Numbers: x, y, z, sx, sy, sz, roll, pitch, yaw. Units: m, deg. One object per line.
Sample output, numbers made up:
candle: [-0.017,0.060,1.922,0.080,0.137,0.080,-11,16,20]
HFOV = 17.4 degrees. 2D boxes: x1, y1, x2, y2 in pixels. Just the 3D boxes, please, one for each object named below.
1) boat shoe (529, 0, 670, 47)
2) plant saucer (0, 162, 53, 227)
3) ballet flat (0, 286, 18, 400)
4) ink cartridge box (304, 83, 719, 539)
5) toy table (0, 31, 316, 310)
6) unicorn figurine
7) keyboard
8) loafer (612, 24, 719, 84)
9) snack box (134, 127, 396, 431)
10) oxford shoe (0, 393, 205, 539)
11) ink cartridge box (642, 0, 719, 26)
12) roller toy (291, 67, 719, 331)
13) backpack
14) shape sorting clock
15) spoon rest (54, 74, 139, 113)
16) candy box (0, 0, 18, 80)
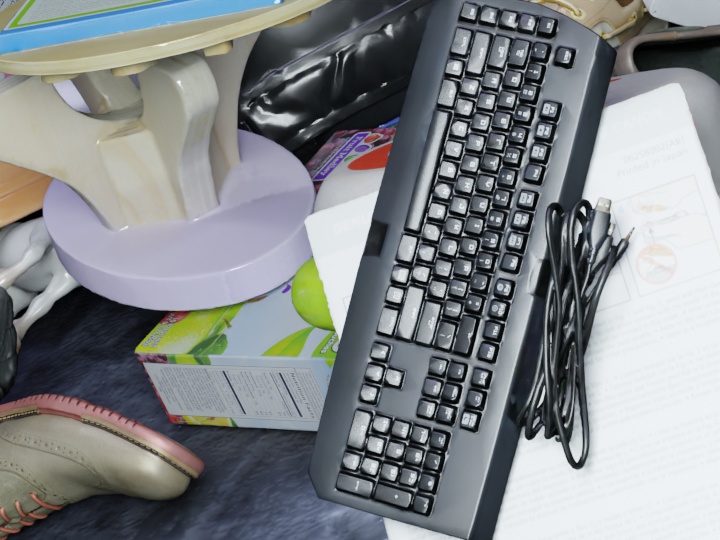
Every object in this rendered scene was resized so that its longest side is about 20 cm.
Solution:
boat shoe: [0.104,-0.121,1.224,0.073,0.070,0.200,-1,13,28]
plant saucer: [-0.227,-0.043,1.399,0.199,0.038,0.200,-25,7,3]
ballet flat: [-0.232,0.047,1.260,0.199,0.066,0.057,-9,59,54]
ink cartridge box: [0.082,0.052,0.896,0.162,0.201,0.057,-19,-17,13]
toy table: [-0.106,-0.071,1.199,0.184,0.118,0.199,-37,33,-30]
unicorn figurine: [-0.171,-0.002,1.312,0.199,0.074,0.137,2,39,41]
keyboard: [0.046,-0.003,0.870,0.103,0.201,0.040,13,-3,18]
loafer: [0.203,-0.086,1.089,0.198,0.072,0.063,-4,-16,-9]
snack box: [0.000,0.000,1.188,0.142,0.053,0.200,1,37,38]
oxford shoe: [-0.161,0.104,1.151,0.199,0.070,0.075,0,62,39]
ink cartridge box: [0.199,-0.188,1.276,0.115,0.068,0.200,15,25,-13]
roller toy: [0.084,0.002,0.998,0.199,0.141,0.182,-15,8,13]
backpack: [-0.024,-0.163,1.352,0.199,0.184,0.147,-22,13,-2]
shape sorting clock: [-0.087,-0.128,1.120,0.199,0.039,0.200,-13,24,6]
spoon rest: [-0.203,-0.097,1.347,0.198,0.061,0.099,6,18,-4]
candy box: [-0.265,-0.181,1.562,0.071,0.201,0.168,-11,31,24]
